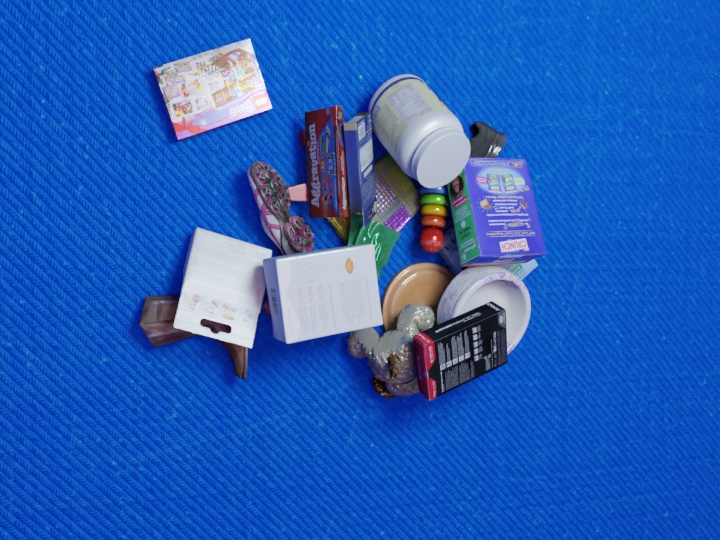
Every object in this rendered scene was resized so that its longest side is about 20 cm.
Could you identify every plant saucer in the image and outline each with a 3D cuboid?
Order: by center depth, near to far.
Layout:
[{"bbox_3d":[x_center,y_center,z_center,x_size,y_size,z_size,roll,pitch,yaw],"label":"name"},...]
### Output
[{"bbox_3d":[0.139,0.086,1.604,0.195,0.032,0.207,-2,95,-19],"label":"plant saucer"}]

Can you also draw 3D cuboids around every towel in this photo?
[{"bbox_3d":[0.028,-0.128,1.558,0.200,0.023,0.144,-43,105,-11],"label":"towel"}]

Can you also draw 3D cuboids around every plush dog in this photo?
[{"bbox_3d":[0.088,0.191,1.531,0.196,0.163,0.173,-25,134,11],"label":"plush dog"}]

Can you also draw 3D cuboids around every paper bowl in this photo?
[{"bbox_3d":[0.246,0.083,1.543,0.196,0.104,0.206,-11,116,-23],"label":"paper bowl"}]

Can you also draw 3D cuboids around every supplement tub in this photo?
[{"bbox_3d":[0.114,-0.273,1.464,0.142,0.202,0.147,-20,141,-17],"label":"supplement tub"}]

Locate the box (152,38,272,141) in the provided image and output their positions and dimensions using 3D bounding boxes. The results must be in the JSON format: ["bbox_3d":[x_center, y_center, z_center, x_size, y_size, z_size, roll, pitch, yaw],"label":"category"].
[{"bbox_3d":[-0.282,-0.346,1.431,0.196,0.039,0.140,-21,100,-16],"label":"box"}]

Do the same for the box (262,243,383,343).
[{"bbox_3d":[-0.071,0.040,1.408,0.195,0.106,0.157,-9,94,-21],"label":"box"}]

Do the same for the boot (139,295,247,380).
[{"bbox_3d":[-0.321,0.132,1.440,0.195,0.064,0.192,-8,84,-20],"label":"boot"}]

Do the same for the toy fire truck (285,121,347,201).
[{"bbox_3d":[-0.066,-0.223,1.505,0.195,0.049,0.145,-13,98,-18],"label":"toy fire truck"}]

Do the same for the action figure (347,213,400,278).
[{"bbox_3d":[0.000,0.000,1.516,0.116,0.054,0.205,20,83,-20],"label":"action figure"}]

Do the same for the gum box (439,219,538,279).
[{"bbox_3d":[0.271,-0.040,1.630,0.169,0.044,0.202,-39,106,-11],"label":"gum box"}]

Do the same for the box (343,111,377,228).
[{"bbox_3d":[0.001,-0.195,1.454,0.031,0.121,0.206,0,110,14],"label":"box"}]

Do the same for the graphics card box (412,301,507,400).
[{"bbox_3d":[0.196,0.154,1.450,0.196,0.051,0.129,-21,118,-22],"label":"graphics card box"}]

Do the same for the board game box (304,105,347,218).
[{"bbox_3d":[-0.067,-0.204,1.428,0.019,0.102,0.206,-7,96,-39],"label":"board game box"}]

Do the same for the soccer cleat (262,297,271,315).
[{"bbox_3d":[-0.104,0.069,1.513,0.196,0.072,0.070,2,81,-35],"label":"soccer cleat"}]

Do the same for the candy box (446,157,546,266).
[{"bbox_3d":[0.270,-0.117,1.501,0.165,0.077,0.206,-2,74,-26],"label":"candy box"}]

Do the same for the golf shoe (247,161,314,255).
[{"bbox_3d":[-0.173,-0.112,1.455,0.073,0.091,0.203,-45,113,-46],"label":"golf shoe"}]

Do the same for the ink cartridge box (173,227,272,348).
[{"bbox_3d":[-0.264,0.036,1.426,0.157,0.050,0.205,17,69,-19],"label":"ink cartridge box"}]

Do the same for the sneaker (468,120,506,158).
[{"bbox_3d":[0.231,-0.227,1.597,0.090,0.076,0.203,32,75,-11],"label":"sneaker"}]

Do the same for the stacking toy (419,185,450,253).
[{"bbox_3d":[0.153,-0.139,1.549,0.083,0.085,0.206,8,83,-18],"label":"stacking toy"}]
